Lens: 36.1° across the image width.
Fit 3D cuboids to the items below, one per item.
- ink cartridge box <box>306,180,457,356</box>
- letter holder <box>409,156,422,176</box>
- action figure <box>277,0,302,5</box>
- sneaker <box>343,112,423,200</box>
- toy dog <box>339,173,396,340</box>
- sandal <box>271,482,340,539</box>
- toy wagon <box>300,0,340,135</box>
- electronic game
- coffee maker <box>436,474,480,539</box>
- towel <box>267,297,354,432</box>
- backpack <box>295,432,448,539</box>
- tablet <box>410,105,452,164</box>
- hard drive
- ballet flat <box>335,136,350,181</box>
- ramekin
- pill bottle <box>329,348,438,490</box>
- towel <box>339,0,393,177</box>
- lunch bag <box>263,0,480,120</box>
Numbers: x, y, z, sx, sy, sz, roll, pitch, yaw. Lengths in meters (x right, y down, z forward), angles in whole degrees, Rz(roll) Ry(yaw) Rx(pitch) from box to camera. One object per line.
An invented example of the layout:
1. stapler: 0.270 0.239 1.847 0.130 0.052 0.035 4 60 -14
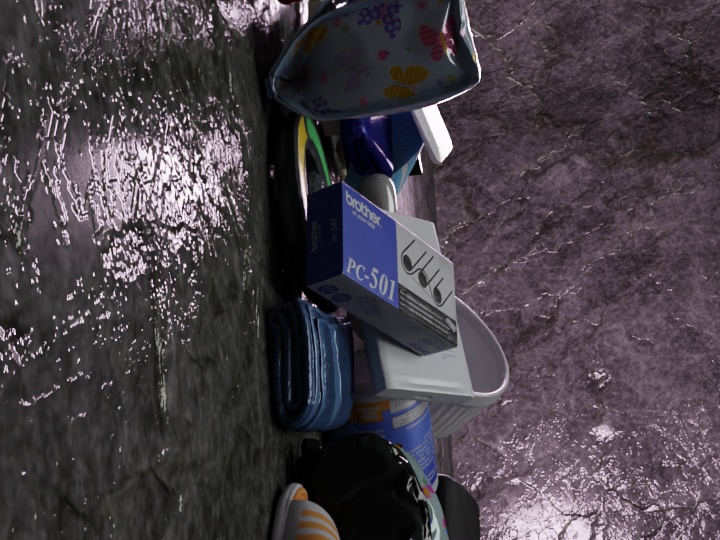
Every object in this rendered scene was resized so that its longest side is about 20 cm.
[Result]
1. ink cartridge box: 0.023 0.004 1.045 0.199 0.044 0.095 33 48 -47
2. letter holder: 0.023 -0.239 1.588 0.200 0.099 0.144 67 16 -66
3. action figure: -0.055 -0.313 1.041 0.200 0.097 0.066 69 8 -73
4. sneaker: 0.020 -0.114 1.368 0.202 0.076 0.081 -61 170 -7
5. toy dog: 0.000 0.000 1.228 0.133 0.095 0.202 96 -11 -54
6. sandal: -0.038 0.248 0.849 0.207 0.058 0.080 -84 166 -61
7. toy wagon: -0.042 -0.264 1.323 0.155 0.039 0.203 -47 131 -81
8. electronic game: -0.045 -0.058 1.090 0.200 0.041 0.203 -10 90 -83
9. coffee maker: 0.106 0.368 1.359 0.136 0.189 0.202 76 10 -47
10. towel: -0.040 0.091 1.014 0.200 0.048 0.114 44 41 -79
11. backpack: 0.017 0.242 1.017 0.200 0.125 0.169 80 -1 -69
12. tablet: 0.061 -0.230 1.321 0.202 0.014 0.130 66 17 -9
13. hard drive: 0.047 0.035 1.144 0.131 0.026 0.203 11 58 -43
14. ballet flat: -0.002 -0.135 1.436 0.074 0.072 0.202 -87 173 -50
15. ramekin: 0.075 0.112 1.358 0.105 0.199 0.201 -52 -163 28
16. pill bottle: 0.025 0.195 1.188 0.112 0.110 0.203 -76 159 -69
17. towel: -0.003 -0.217 1.278 0.148 0.049 0.203 44 40 -67
18. lunch bag: 0.011 -0.210 1.067 0.170 0.197 0.129 -56 131 -78
